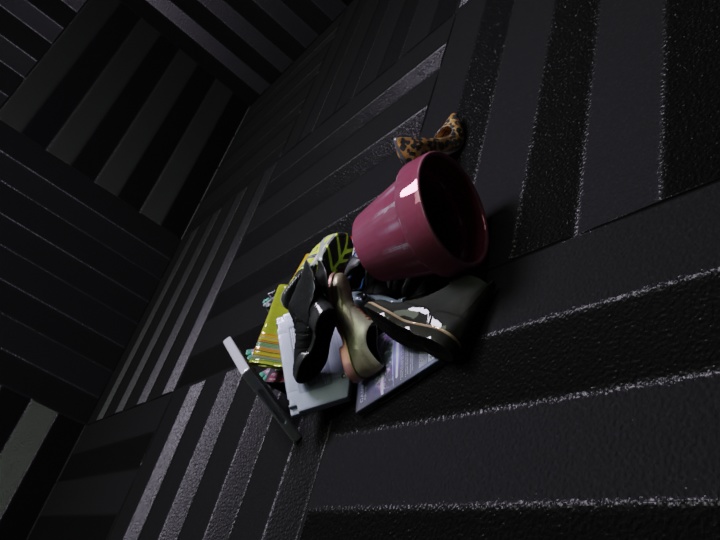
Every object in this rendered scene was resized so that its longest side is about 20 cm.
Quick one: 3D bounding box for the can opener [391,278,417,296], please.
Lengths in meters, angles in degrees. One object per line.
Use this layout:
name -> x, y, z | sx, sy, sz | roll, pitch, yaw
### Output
can opener -> 0.110, -0.048, 1.196 | 0.063, 0.078, 0.203 | 30, 96, 58

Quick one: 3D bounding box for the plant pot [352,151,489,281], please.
plant pot -> 0.090, -0.070, 1.069 | 0.177, 0.199, 0.203 | -24, 38, 37

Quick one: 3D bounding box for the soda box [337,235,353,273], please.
soda box -> 0.012, -0.041, 1.359 | 0.199, 0.063, 0.071 | -27, 37, 46

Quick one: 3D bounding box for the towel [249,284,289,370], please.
towel -> -0.157, 0.109, 1.296 | 0.084, 0.018, 0.203 | 5, 51, 13

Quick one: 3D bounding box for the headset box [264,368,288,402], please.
headset box -> -0.106, 0.172, 1.298 | 0.148, 0.074, 0.203 | -14, 47, 56

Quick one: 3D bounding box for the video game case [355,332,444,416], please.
video game case -> 0.066, 0.145, 1.088 | 0.199, 0.019, 0.145 | -40, 29, 33

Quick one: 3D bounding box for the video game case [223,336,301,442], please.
video game case -> -0.199, 0.233, 1.274 | 0.023, 0.184, 0.200 | -36, 22, -11

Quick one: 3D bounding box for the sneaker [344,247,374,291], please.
sneaker -> 0.000, 0.000, 1.236 | 0.113, 0.072, 0.201 | -61, -6, -24

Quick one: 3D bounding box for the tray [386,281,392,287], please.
tray -> 0.091, -0.072, 1.238 | 0.108, 0.022, 0.203 | 88, -153, -71

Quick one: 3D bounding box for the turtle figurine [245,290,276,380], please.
turtle figurine -> -0.176, 0.146, 1.429 | 0.202, 0.099, 0.151 | -55, 39, 21

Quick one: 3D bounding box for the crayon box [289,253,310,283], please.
crayon box -> -0.114, 0.027, 1.522 | 0.127, 0.051, 0.199 | -61, 25, -12

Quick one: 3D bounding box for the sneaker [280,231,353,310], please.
sneaker -> -0.093, 0.006, 1.329 | 0.200, 0.076, 0.076 | -48, 21, -19

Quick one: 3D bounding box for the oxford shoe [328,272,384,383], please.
oxford shoe -> -0.005, 0.091, 1.128 | 0.073, 0.070, 0.204 | -25, 71, 24

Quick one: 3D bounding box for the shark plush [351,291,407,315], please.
shark plush -> 0.024, 0.072, 1.166 | 0.092, 0.083, 0.199 | -58, 22, -6

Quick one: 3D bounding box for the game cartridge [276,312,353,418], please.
game cartridge -> -0.082, 0.161, 1.192 | 0.131, 0.041, 0.203 | -18, 59, 8

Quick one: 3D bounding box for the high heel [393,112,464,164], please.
high heel -> 0.143, -0.285, 1.323 | 0.071, 0.142, 0.203 | -21, 41, 50

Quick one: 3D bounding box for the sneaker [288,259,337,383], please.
sneaker -> -0.092, 0.092, 1.131 | 0.104, 0.059, 0.203 | 47, 128, 42

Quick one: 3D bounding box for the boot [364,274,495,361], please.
boot -> 0.111, 0.055, 1.026 | 0.198, 0.078, 0.139 | 22, 65, 43

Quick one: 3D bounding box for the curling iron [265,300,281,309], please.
curling iron -> -0.106, 0.056, 1.369 | 0.196, 0.026, 0.050 | -16, 30, -10
